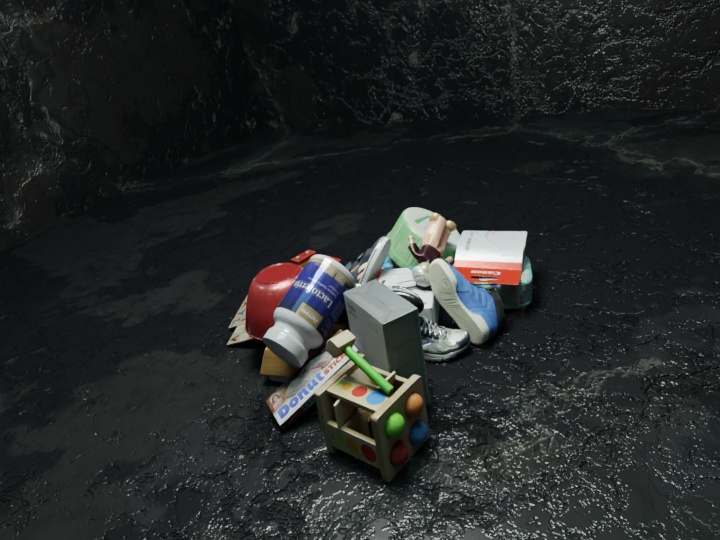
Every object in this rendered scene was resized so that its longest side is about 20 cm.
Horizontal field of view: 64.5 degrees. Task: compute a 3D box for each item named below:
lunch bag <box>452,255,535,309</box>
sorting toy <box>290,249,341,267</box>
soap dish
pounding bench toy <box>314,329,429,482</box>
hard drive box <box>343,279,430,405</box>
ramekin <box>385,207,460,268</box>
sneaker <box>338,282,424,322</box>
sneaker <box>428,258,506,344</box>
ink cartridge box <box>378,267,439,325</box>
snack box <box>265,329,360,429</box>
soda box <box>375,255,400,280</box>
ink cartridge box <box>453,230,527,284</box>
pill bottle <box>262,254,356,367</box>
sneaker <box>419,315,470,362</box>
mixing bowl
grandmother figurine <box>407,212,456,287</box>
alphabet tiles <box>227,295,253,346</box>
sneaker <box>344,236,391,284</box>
[{"bbox_3d":[0.309,0.026,1.339,0.194,0.079,0.161,-3,24,14],"label":"lunch bag"},{"bbox_3d":[-0.158,0.018,1.555,0.197,0.071,0.197,-31,32,-35],"label":"sorting toy"},{"bbox_3d":[-0.100,0.165,1.216,0.194,0.083,0.158,0,27,19],"label":"soap dish"},{"bbox_3d":[0.022,0.209,0.935,0.153,0.205,0.123,11,32,40],"label":"pounding bench toy"},{"bbox_3d":[0.048,0.143,1.060,0.075,0.205,0.155,-20,27,-22],"label":"hard drive box"},{"bbox_3d":[0.167,-0.072,1.463,0.195,0.099,0.202,20,32,-13],"label":"ramekin"},{"bbox_3d":[0.035,0.086,1.180,0.195,0.076,0.089,3,53,29],"label":"sneaker"},{"bbox_3d":[0.235,0.052,1.231,0.110,0.077,0.202,-21,68,-35],"label":"sneaker"},{"bbox_3d":[0.107,0.075,1.313,0.140,0.086,0.201,-5,26,13],"label":"ink cartridge box"},{"bbox_3d":[-0.089,0.206,1.086,0.199,0.024,0.072,-43,45,-5],"label":"snack box"},{"bbox_3d":[0.035,0.015,1.489,0.195,0.066,0.068,-16,25,-9],"label":"soda box"},{"bbox_3d":[0.298,-0.036,1.320,0.158,0.059,0.200,3,22,20],"label":"ink cartridge box"},{"bbox_3d":[-0.101,0.080,1.126,0.114,0.117,0.202,11,59,39],"label":"pill bottle"},{"bbox_3d":[0.129,0.135,1.181,0.194,0.087,0.078,-5,26,11],"label":"sneaker"},{"bbox_3d":[-0.169,0.054,1.248,0.194,0.111,0.201,-8,26,4],"label":"mixing bowl"},{"bbox_3d":[0.161,-0.045,1.314,0.118,0.061,0.203,21,51,2],"label":"grandmother figurine"},{"bbox_3d":[-0.255,0.104,1.413,0.164,0.008,0.202,-17,32,29],"label":"alphabet tiles"},{"bbox_3d":[0.000,0.000,1.377,0.078,0.204,0.078,29,6,20],"label":"sneaker"}]
